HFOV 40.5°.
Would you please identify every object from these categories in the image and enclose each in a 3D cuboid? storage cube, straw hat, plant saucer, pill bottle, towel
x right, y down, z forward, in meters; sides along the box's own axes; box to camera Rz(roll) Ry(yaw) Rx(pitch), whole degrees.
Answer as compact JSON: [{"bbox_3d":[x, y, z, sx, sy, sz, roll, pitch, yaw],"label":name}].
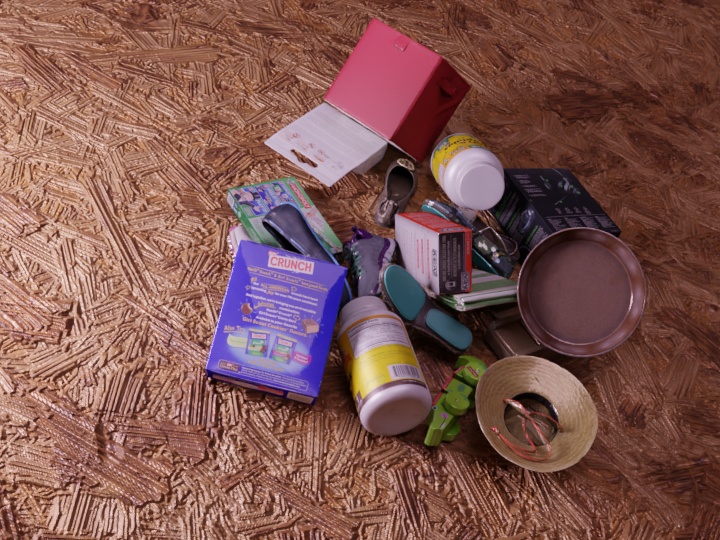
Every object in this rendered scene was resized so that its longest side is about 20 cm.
[{"bbox_3d":[0.073,-0.339,1.862,0.200,0.180,0.171,37,7,25],"label":"storage cube"},{"bbox_3d":[0.248,0.232,1.453,0.199,0.085,0.202,7,47,-7],"label":"straw hat"},{"bbox_3d":[0.344,0.034,1.530,0.199,0.202,0.034,23,-1,5],"label":"plant saucer"},{"bbox_3d":[0.200,-0.178,1.795,0.112,0.114,0.200,10,19,-10],"label":"pill bottle"},{"bbox_3d":[0.172,0.027,1.612,0.151,0.024,0.200,-9,15,-28],"label":"towel"},{"bbox_3d":[0.029,0.136,1.455,0.108,0.110,0.201,-1,45,-20],"label":"pill bottle"}]

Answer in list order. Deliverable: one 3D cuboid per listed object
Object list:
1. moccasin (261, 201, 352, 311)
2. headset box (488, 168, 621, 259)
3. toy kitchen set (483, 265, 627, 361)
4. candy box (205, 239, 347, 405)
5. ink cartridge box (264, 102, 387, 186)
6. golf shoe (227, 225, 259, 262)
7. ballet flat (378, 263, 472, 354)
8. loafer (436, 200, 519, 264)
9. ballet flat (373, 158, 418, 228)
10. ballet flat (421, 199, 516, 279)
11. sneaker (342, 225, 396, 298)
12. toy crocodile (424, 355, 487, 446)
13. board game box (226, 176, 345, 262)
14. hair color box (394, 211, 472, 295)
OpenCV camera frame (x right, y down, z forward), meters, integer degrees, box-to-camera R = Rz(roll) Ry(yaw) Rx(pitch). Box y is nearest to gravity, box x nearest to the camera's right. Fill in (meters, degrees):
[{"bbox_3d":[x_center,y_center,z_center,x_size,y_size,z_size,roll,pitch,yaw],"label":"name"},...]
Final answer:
[{"bbox_3d":[-0.091,-0.012,1.576,0.068,0.081,0.201,-31,79,-31],"label":"moccasin"},{"bbox_3d":[0.352,-0.103,1.822,0.173,0.093,0.201,-5,47,-34],"label":"headset box"},{"bbox_3d":[0.302,0.030,1.614,0.199,0.181,0.163,-15,50,-31],"label":"toy kitchen set"},{"bbox_3d":[-0.121,0.076,1.429,0.168,0.077,0.202,15,73,-5],"label":"candy box"},{"bbox_3d":[-0.066,-0.228,1.852,0.160,0.047,0.200,34,46,15],"label":"ink cartridge box"},{"bbox_3d":[-0.146,0.003,1.543,0.091,0.075,0.201,-25,60,-4],"label":"golf shoe"},{"bbox_3d":[0.090,0.067,1.548,0.200,0.075,0.068,40,67,-17],"label":"ballet flat"},{"bbox_3d":[0.195,-0.065,1.755,0.198,0.071,0.073,19,42,0],"label":"loafer"},{"bbox_3d":[0.069,-0.154,1.820,0.067,0.047,0.201,22,42,2],"label":"ballet flat"},{"bbox_3d":[0.193,-0.063,1.703,0.200,0.074,0.074,46,44,-3],"label":"ballet flat"},{"bbox_3d":[0.000,0.000,1.612,0.087,0.075,0.200,27,32,-6],"label":"sneaker"},{"bbox_3d":[0.141,0.192,1.470,0.061,0.068,0.200,26,40,16],"label":"toy crocodile"},{"bbox_3d":[-0.129,-0.079,1.684,0.134,0.029,0.200,-13,51,-31],"label":"board game box"},{"bbox_3d":[0.117,-0.032,1.599,0.061,0.102,0.200,-6,14,-16],"label":"hair color box"}]
